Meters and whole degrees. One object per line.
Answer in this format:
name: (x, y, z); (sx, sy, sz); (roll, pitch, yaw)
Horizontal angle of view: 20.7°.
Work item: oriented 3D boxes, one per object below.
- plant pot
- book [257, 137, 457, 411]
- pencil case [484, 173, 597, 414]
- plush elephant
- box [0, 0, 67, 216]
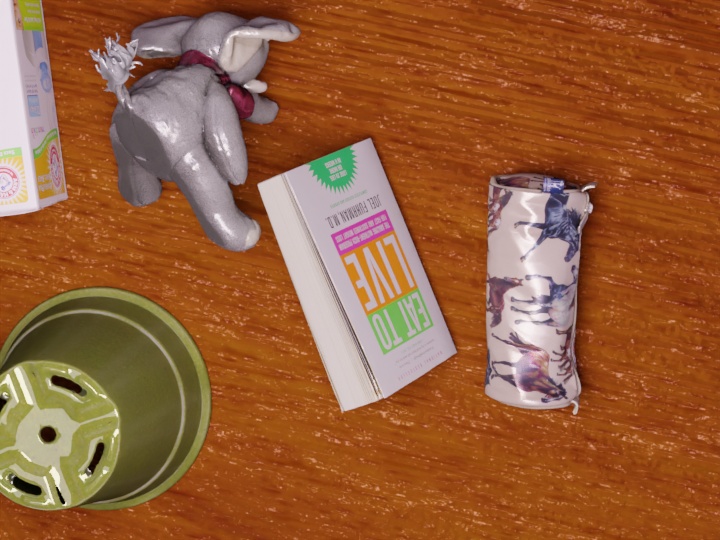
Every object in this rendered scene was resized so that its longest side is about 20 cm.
plant pot: (-0.240, 0.124, 1.651); (0.200, 0.190, 0.201); (1, 96, 6)
book: (0.000, 0.000, 1.646); (0.048, 0.134, 0.200); (-20, 94, 38)
pencil case: (0.150, 0.019, 1.654); (0.089, 0.078, 0.200); (3, 96, 21)
plush elephant: (-0.129, -0.146, 1.645); (0.155, 0.165, 0.200); (-41, 128, -26)
box: (-0.322, -0.147, 1.672); (0.101, 0.112, 0.200); (-6, 95, 5)
